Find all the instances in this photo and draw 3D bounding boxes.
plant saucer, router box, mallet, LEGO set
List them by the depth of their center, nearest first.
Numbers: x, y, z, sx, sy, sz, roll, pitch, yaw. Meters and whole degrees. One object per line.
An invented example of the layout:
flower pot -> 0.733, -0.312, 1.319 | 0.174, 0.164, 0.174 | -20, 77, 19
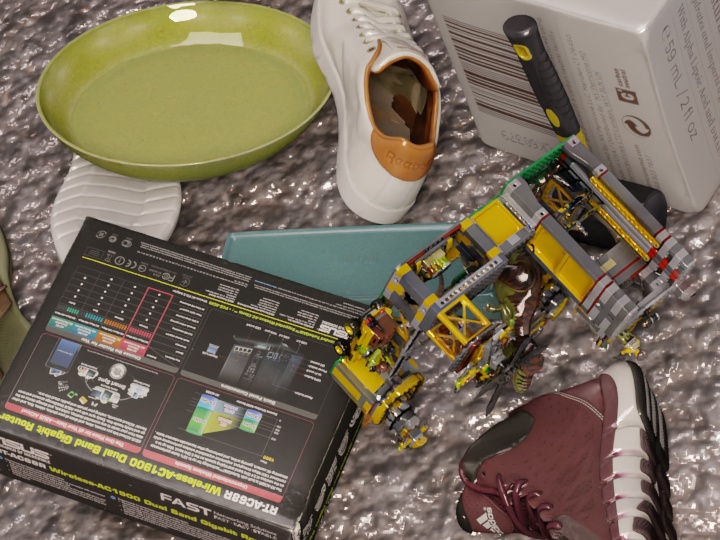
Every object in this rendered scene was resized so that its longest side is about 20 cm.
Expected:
LEGO set -> 0.090, 0.032, 1.169 | 0.116, 0.154, 0.199 | 47, 49, 13
mallet -> 0.127, -0.073, 1.200 | 0.065, 0.200, 0.041 | 17, 66, 25
router box -> -0.098, 0.070, 1.233 | 0.198, 0.062, 0.151 | 17, 59, 12
plant saucer -> 0.000, 0.000, 1.314 | 0.198, 0.019, 0.070 | -2, 53, 20
plant saucer -> -0.113, -0.114, 1.411 | 0.198, 0.031, 0.201 | -3, 37, 2

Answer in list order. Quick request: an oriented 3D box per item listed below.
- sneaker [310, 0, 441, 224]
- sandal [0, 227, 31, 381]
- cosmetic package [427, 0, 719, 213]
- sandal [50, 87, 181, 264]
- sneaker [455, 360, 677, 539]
sneaker -> 0.020, -0.132, 1.356 | 0.072, 0.085, 0.201 | 8, 52, -24
sandal -> -0.252, 0.027, 1.368 | 0.079, 0.058, 0.202 | -27, 48, -1
cosmetic package -> 0.167, -0.177, 1.288 | 0.164, 0.165, 0.201 | 21, 65, 34
sandal -> -0.154, -0.050, 1.401 | 0.082, 0.050, 0.204 | -3, 39, 1
sneaker -> 0.105, 0.142, 1.129 | 0.114, 0.076, 0.201 | -15, 38, 18
